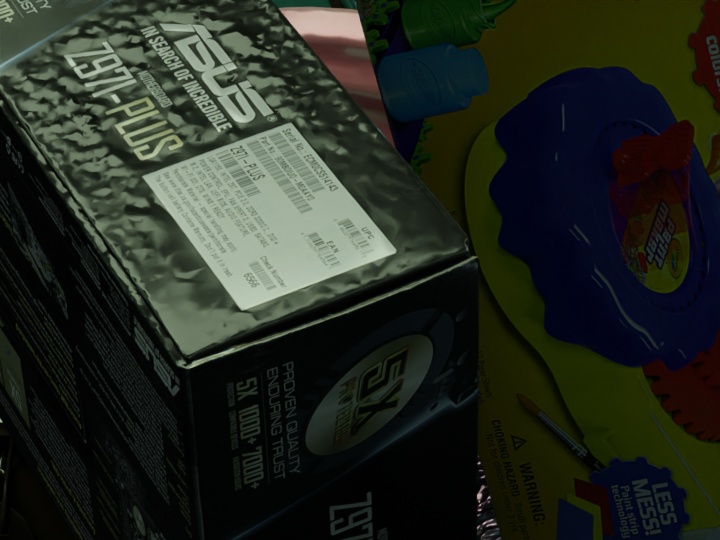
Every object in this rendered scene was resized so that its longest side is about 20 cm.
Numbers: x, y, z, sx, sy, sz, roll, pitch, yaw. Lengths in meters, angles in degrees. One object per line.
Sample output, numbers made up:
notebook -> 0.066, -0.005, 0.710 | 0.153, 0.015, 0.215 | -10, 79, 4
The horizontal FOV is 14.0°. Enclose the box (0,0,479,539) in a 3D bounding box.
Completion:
box -> -0.049, 0.011, 0.832 | 0.086, 0.164, 0.200 | -20, 45, -20

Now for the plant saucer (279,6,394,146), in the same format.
plant saucer -> 0.000, 0.000, 0.989 | 0.200, 0.201, 0.051 | -8, 43, 29

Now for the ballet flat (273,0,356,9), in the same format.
ballet flat -> -0.032, -0.105, 1.218 | 0.072, 0.068, 0.200 | -23, 6, 32

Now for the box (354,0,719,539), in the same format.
box -> 0.124, -0.019, 0.841 | 0.192, 0.201, 0.122 | -13, 13, 18

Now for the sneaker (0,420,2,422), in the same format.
sneaker -> -0.138, 0.077, 1.094 | 0.090, 0.079, 0.200 | -3, 10, -30

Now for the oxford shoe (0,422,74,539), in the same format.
oxford shoe -> -0.112, 0.080, 0.932 | 0.199, 0.084, 0.073 | -11, 56, 20
